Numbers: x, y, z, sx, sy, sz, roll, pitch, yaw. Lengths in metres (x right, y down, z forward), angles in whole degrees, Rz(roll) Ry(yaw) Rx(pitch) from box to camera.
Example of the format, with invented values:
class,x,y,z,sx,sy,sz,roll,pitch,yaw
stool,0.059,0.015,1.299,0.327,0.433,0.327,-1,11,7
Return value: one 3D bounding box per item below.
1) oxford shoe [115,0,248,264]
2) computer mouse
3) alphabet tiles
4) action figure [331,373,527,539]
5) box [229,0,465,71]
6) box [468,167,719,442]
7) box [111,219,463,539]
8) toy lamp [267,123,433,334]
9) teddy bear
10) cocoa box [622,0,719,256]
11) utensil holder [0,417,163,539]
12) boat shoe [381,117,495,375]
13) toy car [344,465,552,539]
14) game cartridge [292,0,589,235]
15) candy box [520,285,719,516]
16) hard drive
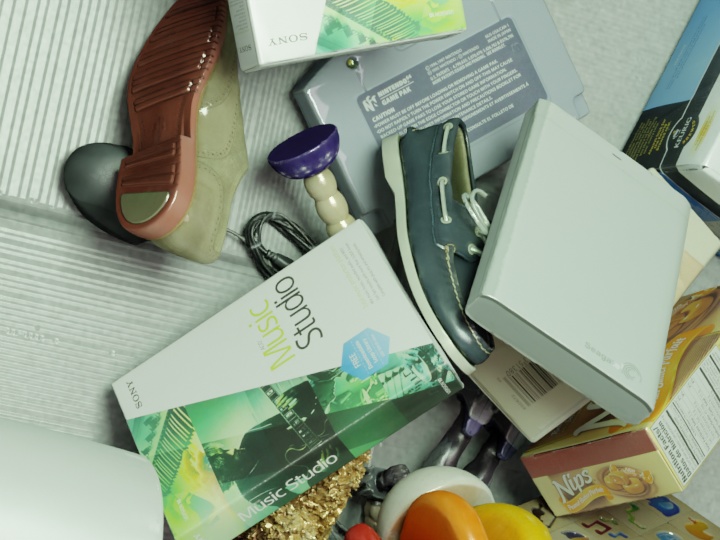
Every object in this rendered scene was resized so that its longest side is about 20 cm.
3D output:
class,x,y,z,sx,sy,sz,roll,pitch,yaw
oxford shoe,-0.108,-0.096,1.220,0.075,0.070,0.201,38,52,-43
computer mouse,-0.104,-0.032,1.245,0.199,0.034,0.059,22,80,-22
alphabet tiles,0.202,0.202,1.250,0.167,0.200,0.008,-14,128,-44
action figure,0.061,0.151,1.293,0.130,0.069,0.200,35,80,-26
box,-0.021,-0.233,1.156,0.144,0.036,0.201,-13,96,-22
box,0.159,0.020,1.270,0.078,0.095,0.200,47,43,1
box,-0.050,0.073,1.176,0.200,0.144,0.036,-35,136,4
toy lamp,0.000,0.000,1.265,0.058,0.058,0.200,-33,111,-20
teddy bear,-0.035,0.152,1.216,0.067,0.145,0.200,36,70,-7
cocoa box,0.302,-0.121,1.363,0.133,0.131,0.200,33,77,-19
utensil holder,-0.239,0.165,1.116,0.199,0.170,0.171,16,83,-24
boat shoe,0.062,-0.021,1.204,0.062,0.200,0.075,-23,132,12
toy car,0.026,0.222,1.163,0.150,0.175,0.200,22,111,-43
game cartridge,0.056,-0.126,1.313,0.200,0.041,0.133,-29,103,-21
candy box,0.210,0.084,1.294,0.200,0.115,0.055,-44,105,-42
hard drive,0.144,-0.010,1.193,0.132,0.026,0.200,34,42,-12
